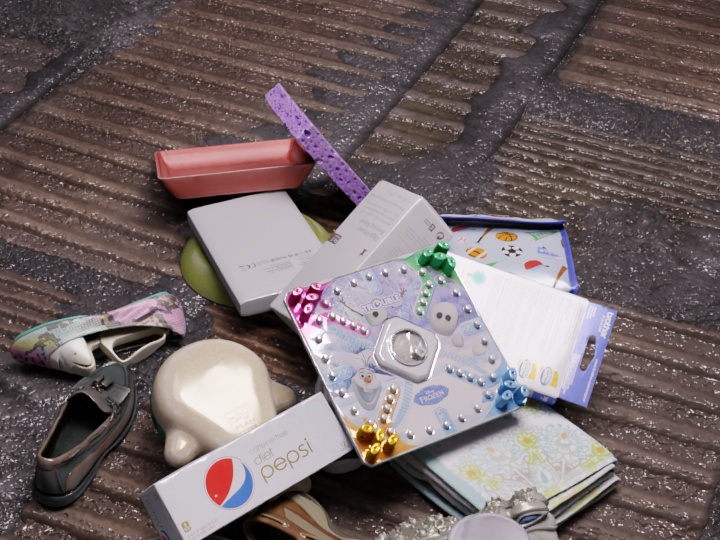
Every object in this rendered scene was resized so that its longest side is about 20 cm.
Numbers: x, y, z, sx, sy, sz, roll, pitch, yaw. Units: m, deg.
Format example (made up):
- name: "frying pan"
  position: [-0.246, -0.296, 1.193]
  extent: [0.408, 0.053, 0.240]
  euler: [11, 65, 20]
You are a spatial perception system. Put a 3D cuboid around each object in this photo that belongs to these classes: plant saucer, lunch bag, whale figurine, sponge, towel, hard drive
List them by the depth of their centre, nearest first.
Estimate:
- name: "towel"
  position: [0.145, 0.196, 1.400]
  extent: [0.171, 0.048, 0.200]
  euler: [-25, 44, -33]
- name: "whale figurine"
  position: [-0.136, 0.171, 1.407]
  extent: [0.159, 0.104, 0.200]
  euler: [-28, 70, -31]
- name: "lunch bag"
  position: [0.162, -0.001, 1.588]
  extent: [0.169, 0.124, 0.200]
  euler: [2, 34, 1]
- name: "hard drive"
  position: [-0.118, -0.025, 1.643]
  extent: [0.132, 0.027, 0.200]
  euler: [-14, 41, -19]
- name: "plant saucer"
  position: [-0.127, -0.026, 1.691]
  extent: [0.199, 0.031, 0.200]
  euler: [0, 39, 0]
- name: "sponge"
  position: [-0.040, -0.144, 1.719]
  extent: [0.030, 0.200, 0.112]
  euler: [-41, 43, 3]
- name: "plant saucer"
  position: [-0.168, -0.133, 1.776]
  extent: [0.199, 0.037, 0.200]
  euler: [-6, 16, -9]

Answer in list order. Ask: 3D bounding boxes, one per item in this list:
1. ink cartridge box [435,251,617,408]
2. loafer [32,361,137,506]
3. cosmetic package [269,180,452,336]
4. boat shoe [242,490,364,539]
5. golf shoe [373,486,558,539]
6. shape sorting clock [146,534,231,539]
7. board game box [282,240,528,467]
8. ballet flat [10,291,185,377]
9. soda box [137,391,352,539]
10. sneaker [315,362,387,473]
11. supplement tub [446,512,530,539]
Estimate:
- name: "ink cartridge box"
  position: [0.162, 0.066, 1.448]
  extent: [0.200, 0.042, 0.120]
  euler: [18, 70, 9]
- name: "loafer"
  position: [-0.288, 0.159, 1.427]
  extent: [0.072, 0.063, 0.200]
  euler: [8, 39, 10]
- name: "cosmetic package"
  position: [0.000, 0.000, 1.535]
  extent: [0.200, 0.074, 0.102]
  euler: [-48, 30, -9]
- name: "boat shoe"
  position: [-0.038, 0.281, 1.261]
  extent: [0.074, 0.076, 0.200]
  euler: [-12, 28, -38]
- name: "golf shoe"
  position: [0.092, 0.276, 1.274]
  extent: [0.200, 0.097, 0.078]
  euler: [-17, 3, 19]
- name: "shape sorting clock"
  position: [-0.169, 0.321, 1.242]
  extent: [0.199, 0.039, 0.200]
  euler: [0, 38, 0]
- name: "board game box"
  position: [0.049, 0.077, 1.377]
  extent: [0.200, 0.026, 0.200]
  euler: [-18, 69, -26]
- name: "ballet flat"
  position: [-0.292, 0.082, 1.533]
  extent: [0.200, 0.069, 0.071]
  euler: [-16, 60, -20]
- name: "soda box"
  position: [-0.110, 0.195, 1.308]
  extent: [0.200, 0.064, 0.068]
  euler: [-27, 84, -31]
- name: "sneaker"
  position: [0.018, 0.120, 1.438]
  extent: [0.075, 0.115, 0.200]
  euler: [25, 44, 27]
- name: "supplement tub"
  position: [0.103, 0.298, 1.144]
  extent: [0.107, 0.200, 0.107]
  euler: [0, 39, 0]
